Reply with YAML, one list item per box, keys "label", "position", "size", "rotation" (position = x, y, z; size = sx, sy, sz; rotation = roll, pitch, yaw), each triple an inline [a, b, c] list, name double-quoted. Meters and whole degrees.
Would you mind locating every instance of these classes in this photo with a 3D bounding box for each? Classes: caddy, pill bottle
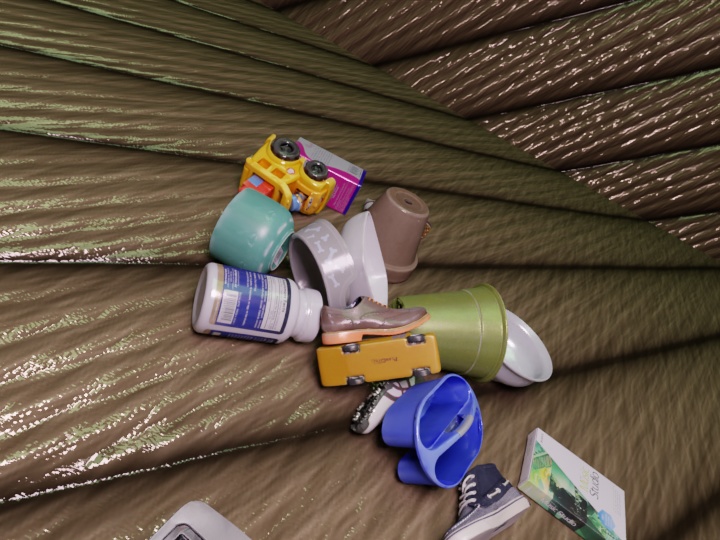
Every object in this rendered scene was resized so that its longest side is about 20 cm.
- label: "caddy"
  position: [0.128, 0.252, 0.798]
  size: [0.200, 0.105, 0.142]
  rotation: [-27, 94, -52]
- label: "pill bottle"
  position: [-0.172, 0.062, 0.849]
  size: [0.200, 0.116, 0.116]
  rotation: [13, 37, -26]

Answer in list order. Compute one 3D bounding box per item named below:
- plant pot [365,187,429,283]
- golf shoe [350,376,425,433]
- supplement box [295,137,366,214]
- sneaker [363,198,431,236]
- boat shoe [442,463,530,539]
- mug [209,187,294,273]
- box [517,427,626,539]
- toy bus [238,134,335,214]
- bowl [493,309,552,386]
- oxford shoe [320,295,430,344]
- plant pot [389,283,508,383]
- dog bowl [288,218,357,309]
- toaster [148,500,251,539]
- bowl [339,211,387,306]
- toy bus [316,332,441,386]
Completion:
- label: "plant pot"
  position: [0.072, -0.099, 1.198]
  size: [0.200, 0.175, 0.200]
  rotation: [20, 34, -14]
- label: "golf shoe"
  position: [0.061, 0.226, 0.859]
  size: [0.088, 0.077, 0.200]
  rotation: [47, 37, 9]
- label: "supplement box"
  position: [-0.099, -0.250, 1.324]
  size: [0.200, 0.103, 0.101]
  rotation: [27, 34, -8]
- label: "sneaker"
  position: [0.104, -0.151, 1.379]
  size: [0.200, 0.075, 0.090]
  rotation: [14, 42, -25]
- label: "boat shoe"
  position: [0.174, 0.365, 0.777]
  size: [0.200, 0.075, 0.093]
  rotation: [5, 34, -45]
- label: "mug"
  position: [-0.191, -0.072, 0.971]
  size: [0.114, 0.152, 0.185]
  rotation: [30, 37, 3]
- label: "box"
  position: [0.390, 0.402, 0.919]
  size: [0.200, 0.036, 0.144]
  rotation: [35, 33, 7]
- label: "toy bus"
  position: [-0.186, -0.191, 1.168]
  size: [0.200, 0.136, 0.192]
  rotation: [35, 47, 1]
- label: "bowl"
  position: [0.307, 0.177, 1.090]
  size: [0.201, 0.090, 0.201]
  rotation: [26, 34, -19]
- label: "oxford shoe"
  position: [0.028, 0.076, 0.862]
  size: [0.200, 0.071, 0.073]
  rotation: [-8, 87, -22]
- label: "plant pot"
  position: [0.156, 0.117, 0.993]
  size: [0.189, 0.200, 0.200]
  rotation: [6, 40, -16]
- label: "dog bowl"
  position: [-0.073, 0.008, 0.936]
  size: [0.059, 0.200, 0.200]
  rotation: [-19, 55, -23]
- label: "toaster"
  position: [-0.162, 0.351, 0.478]
  size: [0.181, 0.119, 0.200]
  rotation: [39, 34, 10]
- label: "bowl"
  position: [0.000, 0.000, 1.030]
  size: [0.074, 0.200, 0.200]
  rotation: [-8, 35, 12]
- label: "toy bus"
  position: [0.030, 0.146, 0.832]
  size: [0.078, 0.199, 0.065]
  rotation: [3, 77, -81]
